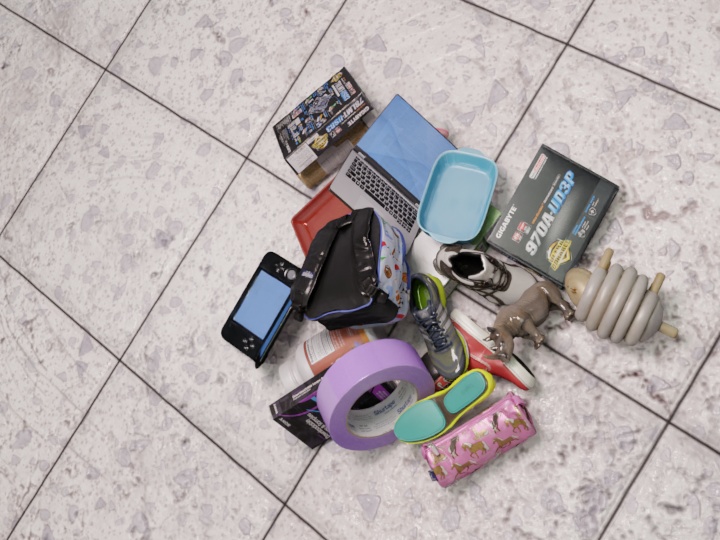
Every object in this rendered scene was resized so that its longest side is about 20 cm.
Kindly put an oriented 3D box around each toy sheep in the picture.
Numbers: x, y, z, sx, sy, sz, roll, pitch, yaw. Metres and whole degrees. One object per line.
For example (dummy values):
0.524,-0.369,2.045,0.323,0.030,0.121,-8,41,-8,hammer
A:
0.424,0.053,1.383,0.197,0.138,0.140,26,85,20,toy sheep

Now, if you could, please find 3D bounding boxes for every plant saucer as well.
-0.029,-0.072,1.630,0.199,0.036,0.203,-39,62,28,plant saucer

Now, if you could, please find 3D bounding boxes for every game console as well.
-0.185,0.069,1.633,0.174,0.116,0.202,30,86,27,game console

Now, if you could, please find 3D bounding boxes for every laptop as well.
0.072,-0.173,1.536,0.116,0.186,0.202,-40,15,43,laptop

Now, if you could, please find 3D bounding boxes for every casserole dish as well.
0.173,-0.126,1.510,0.118,0.039,0.203,14,65,14,casserole dish

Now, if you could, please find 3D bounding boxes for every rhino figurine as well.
0.274,0.089,1.426,0.198,0.060,0.088,-35,70,-23,rhino figurine

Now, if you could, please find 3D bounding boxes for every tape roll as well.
0.026,0.214,1.450,0.199,0.200,0.066,-38,46,7,tape roll

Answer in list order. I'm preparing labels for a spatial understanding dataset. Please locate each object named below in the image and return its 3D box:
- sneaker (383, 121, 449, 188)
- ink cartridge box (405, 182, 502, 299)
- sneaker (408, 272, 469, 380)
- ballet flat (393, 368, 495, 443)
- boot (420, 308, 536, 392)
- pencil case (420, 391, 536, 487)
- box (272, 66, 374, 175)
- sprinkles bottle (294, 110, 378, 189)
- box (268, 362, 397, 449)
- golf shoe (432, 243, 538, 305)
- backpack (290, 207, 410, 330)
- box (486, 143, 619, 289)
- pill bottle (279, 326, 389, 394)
0.088,-0.203,1.628,0.197,0.075,0.107,-20,69,19,sneaker
0.164,-0.046,1.555,0.103,0.059,0.201,40,91,26,ink cartridge box
0.123,0.093,1.455,0.073,0.081,0.203,-30,67,19,sneaker
0.147,0.232,1.433,0.199,0.067,0.068,-37,69,21,ballet flat
0.196,0.179,1.471,0.199,0.072,0.145,37,91,35,boot
0.198,0.283,1.426,0.198,0.086,0.084,-32,71,10,pencil case
-0.078,-0.301,1.684,0.197,0.050,0.201,-38,29,7,box
-0.046,-0.250,1.700,0.199,0.068,0.069,-40,64,7,sprinkles bottle
-0.045,0.232,1.511,0.198,0.143,0.036,-32,46,11,box
0.222,0.013,1.465,0.196,0.094,0.080,17,90,-5,golf shoe
0.000,0.000,1.442,0.197,0.153,0.195,-10,65,34,backpack
0.335,-0.094,1.487,0.157,0.046,0.202,31,87,12,box
-0.046,0.161,1.550,0.198,0.112,0.114,-32,65,11,pill bottle
